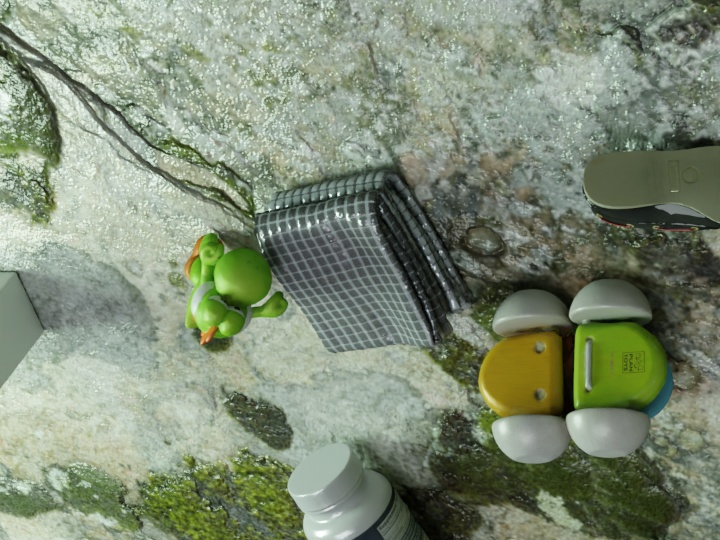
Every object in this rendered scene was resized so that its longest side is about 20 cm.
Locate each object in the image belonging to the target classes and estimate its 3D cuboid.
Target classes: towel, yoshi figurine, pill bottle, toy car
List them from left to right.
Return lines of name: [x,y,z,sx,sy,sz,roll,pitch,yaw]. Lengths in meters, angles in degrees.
yoshi figurine: [-0.134,0.011,1.762,0.112,0.200,0.113,-5,103,-7]
towel: [0.000,0.000,1.741,0.165,0.086,0.200,-12,121,34]
pill bottle: [0.001,0.310,1.979,0.119,0.120,0.200,-17,118,36]
toy car: [0.229,0.112,1.690,0.199,0.176,0.150,-9,157,32]

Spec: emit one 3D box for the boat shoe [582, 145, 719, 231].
boat shoe: [0.308,-0.074,1.544,0.200,0.074,0.063,3,165,12]

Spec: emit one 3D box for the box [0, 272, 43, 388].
box: [-0.494,0.099,1.990,0.124,0.200,0.098,0,128,27]
